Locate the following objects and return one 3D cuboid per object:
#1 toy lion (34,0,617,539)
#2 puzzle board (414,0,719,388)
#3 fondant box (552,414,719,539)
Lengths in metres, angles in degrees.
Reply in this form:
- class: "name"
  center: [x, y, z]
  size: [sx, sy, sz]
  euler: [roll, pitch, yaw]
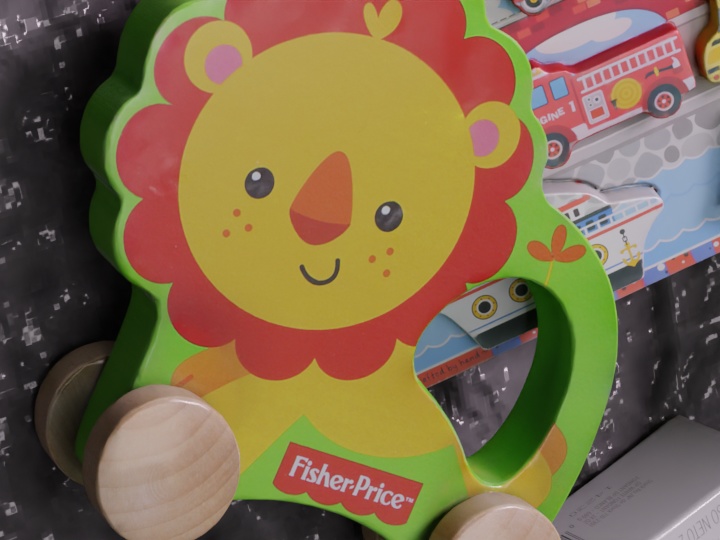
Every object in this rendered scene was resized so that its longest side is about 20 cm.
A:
- class: "toy lion"
  center: [0.000, 0.000, 0.677]
  size: [0.199, 0.069, 0.193]
  euler: [21, 96, -28]
- class: "puzzle board"
  center: [0.076, -0.058, 0.712]
  size: [0.199, 0.017, 0.151]
  euler: [-24, 116, -1]
- class: "fondant box"
  center: [0.114, 0.177, 0.805]
  size: [0.144, 0.058, 0.201]
  euler: [-34, 116, -21]
